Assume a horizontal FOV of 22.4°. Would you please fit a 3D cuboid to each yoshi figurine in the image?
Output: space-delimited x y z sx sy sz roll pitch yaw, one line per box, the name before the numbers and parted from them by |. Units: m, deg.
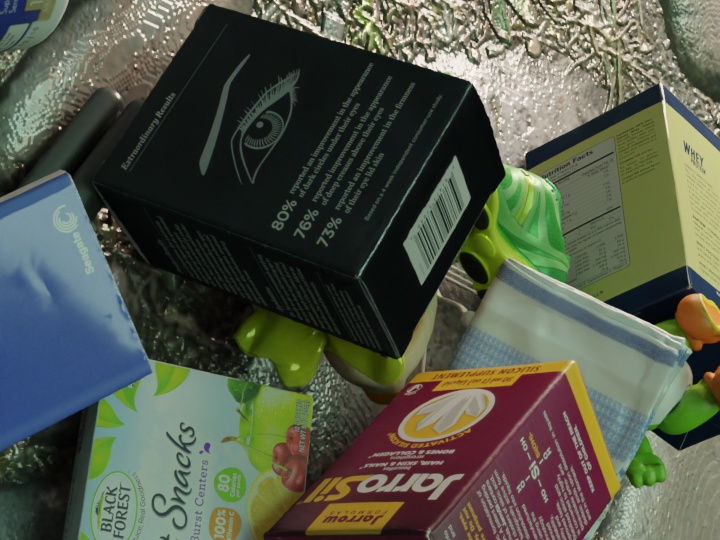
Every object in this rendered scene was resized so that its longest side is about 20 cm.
yoshi figurine | 0.174 0.097 1.302 0.112 0.200 0.113 49 23 -35

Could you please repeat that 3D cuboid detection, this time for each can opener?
can opener | -0.193 -0.029 1.122 0.200 0.053 0.067 -60 161 -27

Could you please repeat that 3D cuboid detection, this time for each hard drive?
hard drive | -0.232 0.044 1.036 0.200 0.025 0.132 -27 109 -20

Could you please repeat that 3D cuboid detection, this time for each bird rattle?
bird rattle | 0.000 0.000 1.234 0.163 0.112 0.200 55 39 -44

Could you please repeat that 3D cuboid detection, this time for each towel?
towel | 0.122 0.107 1.263 0.200 0.147 0.024 -63 175 3

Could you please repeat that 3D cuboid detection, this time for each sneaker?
sneaker | 0.096 -0.047 1.314 0.200 0.074 0.084 60 45 -37

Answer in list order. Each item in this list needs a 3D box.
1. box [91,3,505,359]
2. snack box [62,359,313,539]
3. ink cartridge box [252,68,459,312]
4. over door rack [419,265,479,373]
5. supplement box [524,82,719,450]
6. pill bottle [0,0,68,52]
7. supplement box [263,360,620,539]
box | -0.037 -0.058 1.117 0.148 0.200 0.104 -59 151 -20
snack box | -0.110 0.163 1.122 0.142 0.053 0.201 13 64 -18
ink cartridge box | -0.003 -0.054 1.302 0.200 0.048 0.146 -22 103 -41
over door rack | 0.102 0.086 1.394 0.148 0.067 0.201 27 69 -40
supplement box | 0.246 0.000 1.449 0.200 0.134 0.200 35 41 -39
pill bottle | -0.269 -0.169 0.993 0.200 0.120 0.120 -17 101 -44
supplement box | 0.055 0.150 1.136 0.200 0.131 0.103 -43 118 -47
